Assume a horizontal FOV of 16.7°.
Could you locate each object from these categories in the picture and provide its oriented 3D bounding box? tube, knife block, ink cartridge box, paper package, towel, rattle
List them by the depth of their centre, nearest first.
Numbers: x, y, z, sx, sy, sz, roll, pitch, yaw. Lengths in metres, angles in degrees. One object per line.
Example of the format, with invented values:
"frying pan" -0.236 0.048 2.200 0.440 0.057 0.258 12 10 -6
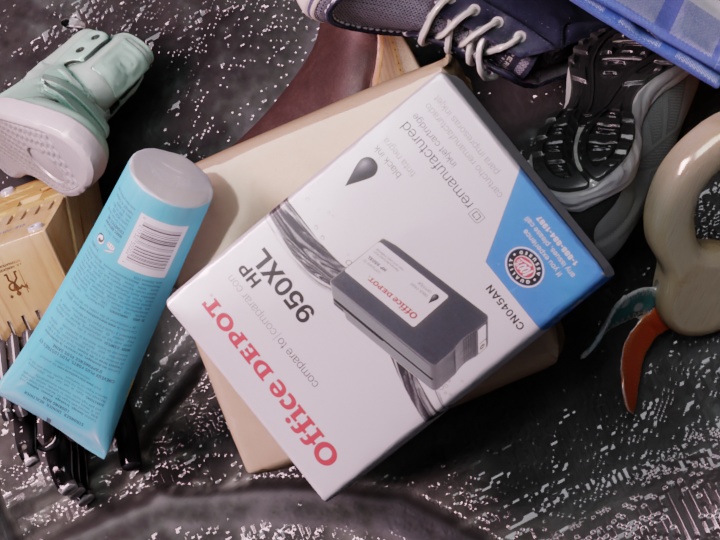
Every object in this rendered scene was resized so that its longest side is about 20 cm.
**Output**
"ink cartridge box" 0.017 0.009 1.345 0.200 0.084 0.145 -40 86 8
"tube" -0.146 0.021 1.414 0.077 0.050 0.200 33 122 5
"paper package" 0.000 0.000 1.442 0.200 0.103 0.191 -22 86 9
"rattle" 0.190 -0.034 1.442 0.200 0.130 0.143 -55 46 22
"towel" 0.190 -0.205 1.460 0.147 0.024 0.200 31 50 1
"knife block" -0.185 0.043 1.556 0.064 0.176 0.200 -18 18 11

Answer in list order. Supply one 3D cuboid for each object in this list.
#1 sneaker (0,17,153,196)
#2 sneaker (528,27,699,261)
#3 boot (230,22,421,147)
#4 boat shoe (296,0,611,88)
"sneaker" -0.178 -0.113 1.556 0.118 0.074 0.200 -44 20 -12
"sneaker" 0.155 -0.082 1.452 0.074 0.079 0.200 5 40 27
"boot" -0.039 -0.102 1.548 0.166 0.072 0.200 -29 65 4
"boat shoe" 0.063 -0.156 1.488 0.200 0.075 0.093 -12 62 -29
